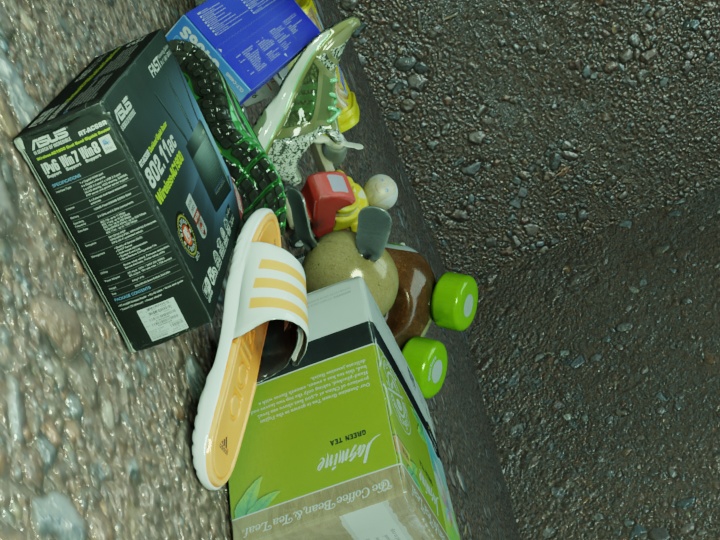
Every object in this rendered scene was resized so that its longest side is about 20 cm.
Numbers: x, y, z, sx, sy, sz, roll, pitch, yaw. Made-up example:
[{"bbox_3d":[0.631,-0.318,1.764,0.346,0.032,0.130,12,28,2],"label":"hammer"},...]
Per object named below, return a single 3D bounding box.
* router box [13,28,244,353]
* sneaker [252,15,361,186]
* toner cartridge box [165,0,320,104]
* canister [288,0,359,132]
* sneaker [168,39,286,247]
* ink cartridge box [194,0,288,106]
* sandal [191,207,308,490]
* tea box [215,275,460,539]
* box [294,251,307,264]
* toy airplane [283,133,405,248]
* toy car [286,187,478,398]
[{"bbox_3d":[-0.143,-0.063,0.675,0.201,0.061,0.152,-91,159,-65],"label":"router box"},{"bbox_3d":[-0.048,-0.178,1.074,0.088,0.201,0.077,34,10,-9],"label":"sneaker"},{"bbox_3d":[-0.116,-0.237,1.017,0.095,0.043,0.201,47,33,-9],"label":"toner cartridge box"},{"bbox_3d":[-0.077,-0.331,1.633,0.149,0.085,0.202,-90,158,-67],"label":"canister"},{"bbox_3d":[-0.119,-0.112,0.897,0.085,0.077,0.203,-78,147,-75],"label":"sneaker"},{"bbox_3d":[-0.139,-0.279,1.167,0.116,0.067,0.203,52,20,-57],"label":"ink cartridge box"},{"bbox_3d":[-0.066,0.056,0.712,0.080,0.058,0.210,69,27,-60],"label":"sandal"},{"bbox_3d":[-0.012,0.154,0.794,0.201,0.131,0.199,61,13,-48],"label":"tea box"},{"bbox_3d":[-0.029,0.099,1.114,0.160,0.044,0.203,52,21,-67],"label":"box"},{"bbox_3d":[-0.015,-0.070,1.249,0.200,0.139,0.202,-103,167,-62],"label":"toy airplane"},{"bbox_3d":[0.000,0.000,0.932,0.159,0.162,0.202,-59,146,-33],"label":"toy car"}]
